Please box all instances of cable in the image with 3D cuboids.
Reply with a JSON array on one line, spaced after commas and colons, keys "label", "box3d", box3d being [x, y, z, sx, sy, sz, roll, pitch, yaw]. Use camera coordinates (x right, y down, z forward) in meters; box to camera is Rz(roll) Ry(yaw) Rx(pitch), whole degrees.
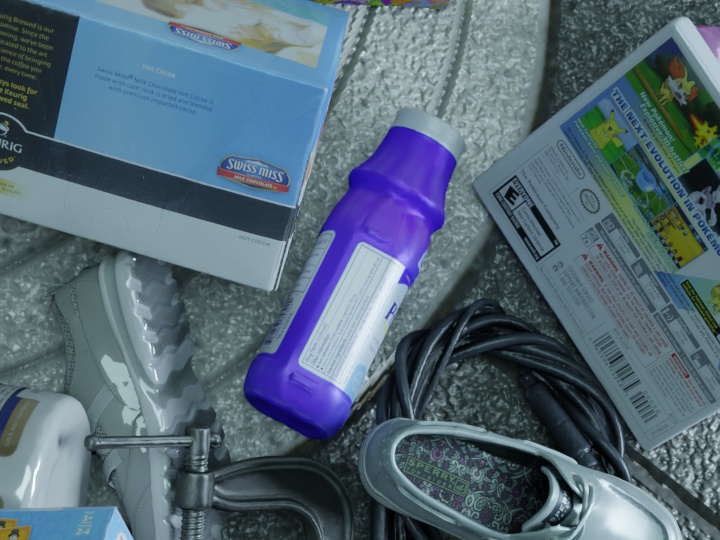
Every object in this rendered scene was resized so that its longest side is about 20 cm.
[{"label": "cable", "box3d": [0.086, 0.116, 1.036, 0.161, 0.051, 0.202, 5, 78, -6]}]

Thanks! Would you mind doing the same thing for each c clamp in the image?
[{"label": "c clamp", "box3d": [-0.077, 0.182, 0.978, 0.169, 0.027, 0.203, -4, 95, -33]}]

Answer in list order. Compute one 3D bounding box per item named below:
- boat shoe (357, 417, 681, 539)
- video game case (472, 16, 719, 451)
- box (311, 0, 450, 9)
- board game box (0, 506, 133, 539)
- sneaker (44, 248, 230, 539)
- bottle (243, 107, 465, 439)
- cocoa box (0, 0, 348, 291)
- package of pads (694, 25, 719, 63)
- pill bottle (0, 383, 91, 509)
[{"label": "boat shoe", "box3d": [0.096, 0.135, 0.979, 0.199, 0.071, 0.071, 19, 79, -9]}, {"label": "video game case", "box3d": [0.180, -0.017, 1.022, 0.022, 0.182, 0.201, -25, 80, -49]}, {"label": "box", "box3d": [-0.035, -0.276, 1.064, 0.198, 0.122, 0.195, 1, 78, -7]}, {"label": "board game box", "box3d": [-0.196, 0.184, 0.906, 0.198, 0.152, 0.037, -3, 43, 18]}, {"label": "sneaker", "box3d": [-0.133, 0.090, 1.018, 0.081, 0.075, 0.202, -14, 85, 26]}, {"label": "bottle", "box3d": [0.000, 0.000, 1.032, 0.065, 0.084, 0.201, 27, 76, 0]}, {"label": "cocoa box", "box3d": [-0.120, -0.097, 0.987, 0.198, 0.134, 0.132, 16, 117, -3]}, {"label": "package of pads", "box3d": [0.262, -0.056, 1.080, 0.119, 0.076, 0.202, -4, 79, -6]}, {"label": "pill bottle", "box3d": [-0.258, 0.109, 0.957, 0.198, 0.111, 0.112, 9, 77, 8]}]
